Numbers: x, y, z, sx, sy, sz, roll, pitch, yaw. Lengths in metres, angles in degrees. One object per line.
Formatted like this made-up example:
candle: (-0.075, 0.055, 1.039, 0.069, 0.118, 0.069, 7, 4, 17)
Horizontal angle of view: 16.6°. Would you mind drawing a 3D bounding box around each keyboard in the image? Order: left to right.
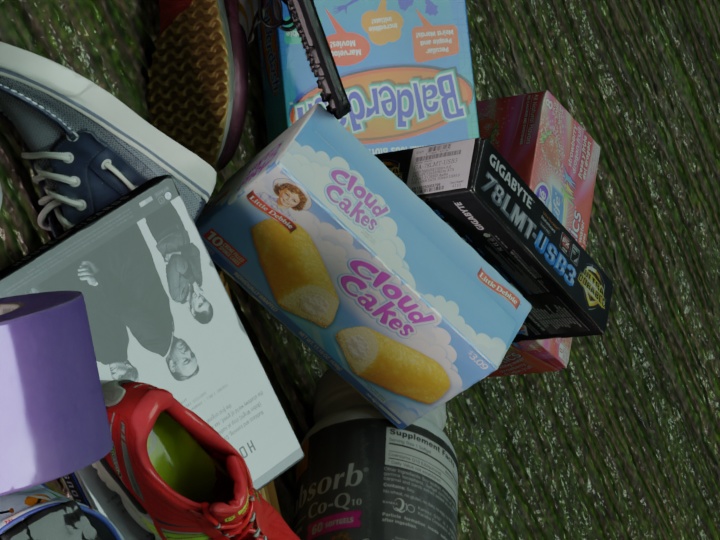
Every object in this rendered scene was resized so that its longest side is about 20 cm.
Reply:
keyboard: (-0.055, -0.190, 1.611, 0.104, 0.039, 0.202, 21, 50, -87)

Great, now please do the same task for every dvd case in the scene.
dvd case: (-0.132, 0.065, 1.500, 0.150, 0.025, 0.201, -33, 106, -32)

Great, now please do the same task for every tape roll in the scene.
tape roll: (-0.233, 0.072, 1.278, 0.200, 0.199, 0.086, -20, 100, -56)

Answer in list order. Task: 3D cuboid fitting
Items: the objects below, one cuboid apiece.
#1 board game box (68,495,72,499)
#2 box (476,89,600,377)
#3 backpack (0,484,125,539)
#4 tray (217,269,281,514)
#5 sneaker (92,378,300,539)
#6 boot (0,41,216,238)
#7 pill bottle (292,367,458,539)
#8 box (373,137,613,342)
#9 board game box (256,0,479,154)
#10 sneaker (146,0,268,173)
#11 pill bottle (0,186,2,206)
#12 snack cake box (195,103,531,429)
board game box: (-0.156, 0.210, 1.519, 0.200, 0.034, 0.135, -48, 124, -49)
box: (0.112, -0.027, 1.914, 0.095, 0.102, 0.201, 40, 53, -46)
backpack: (-0.194, 0.203, 1.323, 0.200, 0.153, 0.192, -39, 134, -34)
tray: (-0.084, 0.107, 1.607, 0.099, 0.037, 0.202, -88, 167, -81)
sneaker: (-0.086, 0.145, 1.460, 0.200, 0.085, 0.077, 48, 64, -22)
boot: (-0.175, -0.061, 1.516, 0.199, 0.072, 0.091, 32, 76, -37)
pill bottle: (0.010, 0.166, 1.692, 0.116, 0.116, 0.201, 47, 34, -42)
box: (0.046, -0.011, 1.723, 0.200, 0.197, 0.050, 43, 52, -44)
board game box: (0.002, -0.168, 1.760, 0.151, 0.045, 0.202, -5, 88, -24)
sneaker: (-0.093, -0.163, 1.653, 0.090, 0.074, 0.202, 1, 85, -56)
pill bottle: (-0.260, -0.077, 1.347, 0.111, 0.110, 0.202, -25, 105, -56)
snack cake box: (0.000, 0.000, 1.625, 0.200, 0.115, 0.067, 42, 49, -11)
